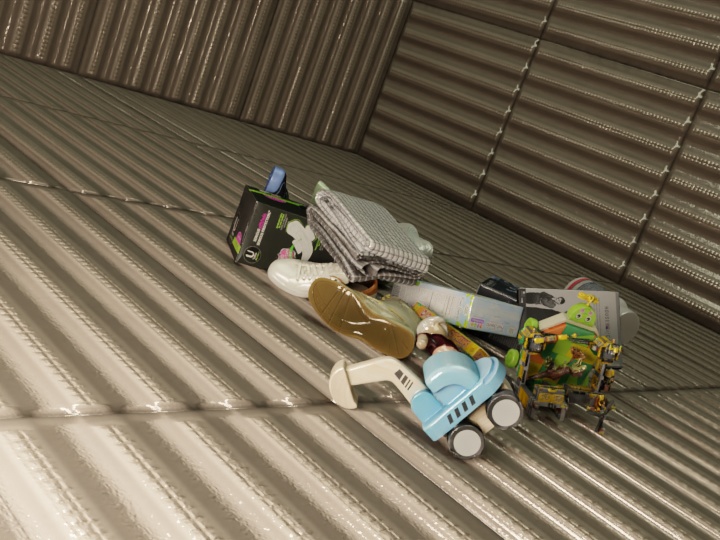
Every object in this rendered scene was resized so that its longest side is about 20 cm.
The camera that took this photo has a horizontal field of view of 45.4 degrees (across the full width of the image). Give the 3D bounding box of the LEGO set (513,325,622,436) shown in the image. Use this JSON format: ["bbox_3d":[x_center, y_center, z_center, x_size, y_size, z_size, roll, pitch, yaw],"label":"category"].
[{"bbox_3d":[0.343,0.176,1.402,0.198,0.155,0.116,15,13,-11],"label":"LEGO set"}]

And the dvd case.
[{"bbox_3d":[0.401,0.112,1.656,0.198,0.152,0.025,3,-15,-2],"label":"dvd case"}]

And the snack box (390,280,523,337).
[{"bbox_3d":[0.182,0.070,1.652,0.199,0.068,0.168,12,-1,45],"label":"snack box"}]

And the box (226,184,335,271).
[{"bbox_3d":[-0.141,-0.065,1.661,0.198,0.125,0.149,18,12,-22],"label":"box"}]

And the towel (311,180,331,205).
[{"bbox_3d":[-0.014,-0.099,1.742,0.200,0.023,0.153,40,-12,-2],"label":"towel"}]

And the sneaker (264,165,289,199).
[{"bbox_3d":[-0.167,-0.131,1.771,0.077,0.201,0.071,16,50,-6],"label":"sneaker"}]

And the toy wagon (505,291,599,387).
[{"bbox_3d":[0.348,0.129,1.481,0.154,0.201,0.040,18,27,-15],"label":"toy wagon"}]

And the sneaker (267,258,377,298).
[{"bbox_3d":[-0.062,0.005,1.527,0.198,0.085,0.073,14,51,-10],"label":"sneaker"}]

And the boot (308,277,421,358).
[{"bbox_3d":[0.013,0.069,1.470,0.199,0.073,0.155,30,14,7],"label":"boot"}]

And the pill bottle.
[{"bbox_3d":[0.616,0.107,2.216,0.119,0.121,0.200,14,14,-29],"label":"pill bottle"}]

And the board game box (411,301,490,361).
[{"bbox_3d":[0.170,0.129,1.500,0.200,0.030,0.096,33,-13,49],"label":"board game box"}]

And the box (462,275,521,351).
[{"bbox_3d":[0.330,0.104,1.776,0.198,0.108,0.148,24,13,15],"label":"box"}]

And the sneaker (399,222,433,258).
[{"bbox_3d":[0.118,-0.083,2.305,0.080,0.071,0.200,11,16,-29],"label":"sneaker"}]

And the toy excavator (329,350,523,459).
[{"bbox_3d":[0.085,0.154,1.129,0.200,0.194,0.100,48,10,-8],"label":"toy excavator"}]

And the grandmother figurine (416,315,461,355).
[{"bbox_3d":[0.131,0.135,1.351,0.121,0.061,0.200,40,13,-28],"label":"grandmother figurine"}]

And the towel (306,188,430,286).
[{"bbox_3d":[0.012,-0.052,1.525,0.165,0.086,0.200,14,28,-44],"label":"towel"}]

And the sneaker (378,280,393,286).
[{"bbox_3d":[-0.013,-0.030,1.854,0.199,0.068,0.090,31,10,23],"label":"sneaker"}]
